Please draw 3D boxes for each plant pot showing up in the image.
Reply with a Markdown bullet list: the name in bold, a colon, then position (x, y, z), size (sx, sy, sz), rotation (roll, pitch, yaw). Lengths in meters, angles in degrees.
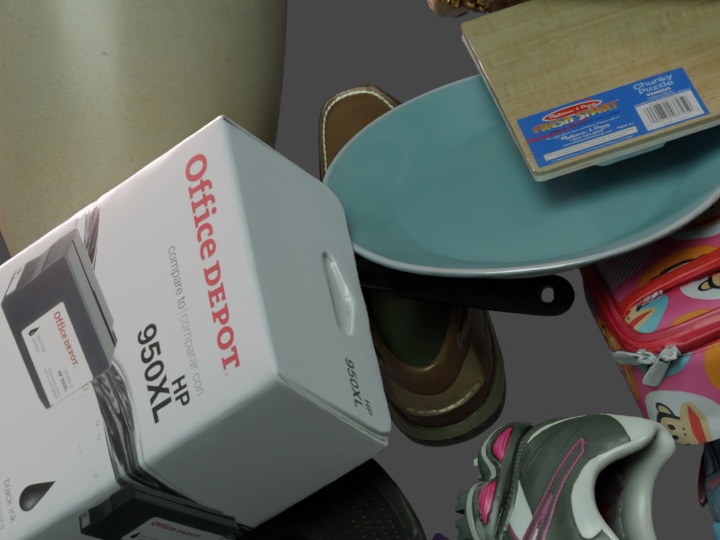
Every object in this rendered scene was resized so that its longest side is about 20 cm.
- **plant pot**: position (-0.115, -0.065, 1.279), size (0.186, 0.187, 0.202), rotation (-11, 72, 10)

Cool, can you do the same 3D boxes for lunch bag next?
- **lunch bag**: position (0.202, 0.001, 1.140), size (0.199, 0.082, 0.176), rotation (-23, 24, 3)

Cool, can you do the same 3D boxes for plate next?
- **plate**: position (0.080, -0.041, 1.177), size (0.198, 0.026, 0.201), rotation (-9, 30, 5)

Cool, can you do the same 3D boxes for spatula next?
- **spatula**: position (0.000, 0.000, 1.188), size (0.198, 0.021, 0.057), rotation (7, 83, 2)

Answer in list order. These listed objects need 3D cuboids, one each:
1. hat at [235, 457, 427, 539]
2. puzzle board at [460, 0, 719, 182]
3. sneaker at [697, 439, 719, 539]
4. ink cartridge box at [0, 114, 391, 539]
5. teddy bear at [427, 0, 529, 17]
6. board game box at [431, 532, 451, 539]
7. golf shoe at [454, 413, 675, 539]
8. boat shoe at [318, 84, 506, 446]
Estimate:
- **hat**: position (-0.042, 0.176, 1.125), size (0.199, 0.081, 0.202), rotation (-21, 46, 24)
- **puzzle board**: position (0.158, -0.106, 1.203), size (0.199, 0.017, 0.151), rotation (-18, 34, -1)
- **sneaker**: position (0.240, 0.063, 1.133), size (0.199, 0.079, 0.096), rotation (-22, 53, 3)
- **ink cartridge box**: position (-0.098, 0.050, 1.121), size (0.199, 0.084, 0.145), rotation (-32, 50, 23)
- **teddy bear**: position (0.004, -0.185, 1.321), size (0.145, 0.199, 0.067), rotation (38, 105, 56)
- **board game box**: position (0.033, 0.225, 1.129), size (0.120, 0.032, 0.201), rotation (23, 69, 32)
- **golf shoe**: position (0.082, 0.149, 1.082), size (0.088, 0.077, 0.201), rotation (-18, 53, 39)
- **boat shoe**: position (0.022, -0.014, 1.250), size (0.075, 0.074, 0.201), rotation (-22, 56, 4)
